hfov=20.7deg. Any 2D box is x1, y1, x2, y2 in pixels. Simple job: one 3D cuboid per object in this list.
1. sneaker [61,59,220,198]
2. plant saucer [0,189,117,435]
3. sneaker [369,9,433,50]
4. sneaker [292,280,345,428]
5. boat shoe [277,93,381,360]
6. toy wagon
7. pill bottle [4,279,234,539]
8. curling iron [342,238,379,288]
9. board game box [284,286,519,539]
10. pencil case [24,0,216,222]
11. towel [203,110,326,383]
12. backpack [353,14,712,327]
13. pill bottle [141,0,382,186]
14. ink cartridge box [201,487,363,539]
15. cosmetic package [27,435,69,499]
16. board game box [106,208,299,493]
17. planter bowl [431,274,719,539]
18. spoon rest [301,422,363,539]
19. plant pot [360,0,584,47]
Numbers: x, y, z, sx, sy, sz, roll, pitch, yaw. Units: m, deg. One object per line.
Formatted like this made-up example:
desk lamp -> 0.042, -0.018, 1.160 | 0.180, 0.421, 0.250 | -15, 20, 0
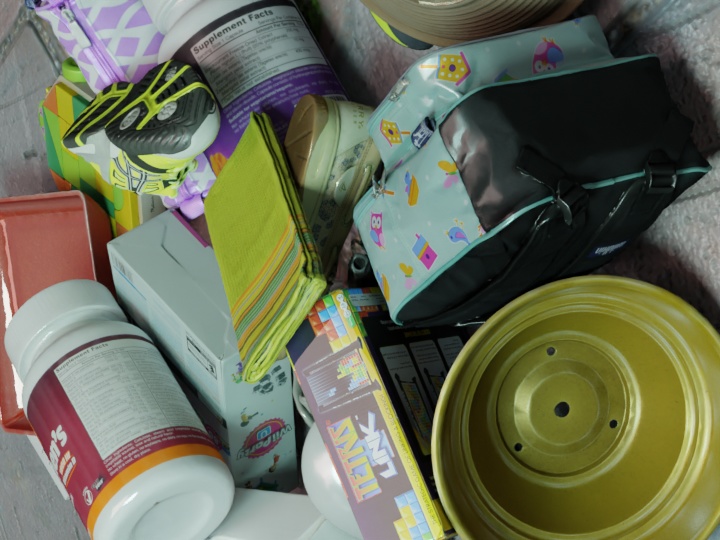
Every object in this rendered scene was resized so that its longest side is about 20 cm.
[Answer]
sneaker -> -0.136, -0.092, 1.363 | 0.076, 0.076, 0.200 | 43, 165, -21
plant saucer -> -0.250, 0.036, 1.625 | 0.199, 0.036, 0.202 | -2, 98, 52
sneaker -> 0.050, -0.237, 1.265 | 0.080, 0.074, 0.202 | 23, 120, 37
sneaker -> -0.013, 0.111, 1.411 | 0.075, 0.092, 0.202 | -17, 90, 20
boat shoe -> -0.030, -0.021, 1.313 | 0.074, 0.062, 0.201 | -111, 31, -51
toy wagon -> -0.218, -0.095, 1.606 | 0.200, 0.039, 0.157 | 34, 135, 44
pill bottle -> -0.180, 0.108, 1.431 | 0.201, 0.109, 0.110 | 54, 136, 33
curling iron -> 0.000, 0.000, 1.331 | 0.025, 0.200, 0.050 | -9, 89, 4
board game box -> 0.034, 0.094, 1.288 | 0.056, 0.200, 0.167 | -25, 81, 20
pencil case -> -0.162, -0.141, 1.472 | 0.083, 0.086, 0.201 | -30, 106, 18
towel -> -0.068, -0.019, 1.262 | 0.086, 0.018, 0.201 | -54, 30, 23
backpack -> 0.086, -0.054, 1.203 | 0.154, 0.175, 0.200 | 60, 146, 18
pill bottle -> -0.077, -0.133, 1.404 | 0.111, 0.111, 0.201 | -45, 68, 45
ink cartridge box -> -0.036, 0.263, 1.451 | 0.145, 0.084, 0.201 | -1, 125, 48
cosmetic package -> -0.241, 0.078, 1.698 | 0.151, 0.051, 0.201 | 55, 136, 24
board game box -> -0.116, 0.074, 1.492 | 0.148, 0.064, 0.201 | 45, 153, 32
planter bowl -> 0.135, 0.096, 1.231 | 0.083, 0.198, 0.203 | -132, 35, -77
spoon rest -> 0.034, 0.173, 1.384 | 0.201, 0.099, 0.061 | 55, 165, -11
plant pot -> 0.054, -0.219, 1.187 | 0.199, 0.093, 0.203 | 9, 119, 17
